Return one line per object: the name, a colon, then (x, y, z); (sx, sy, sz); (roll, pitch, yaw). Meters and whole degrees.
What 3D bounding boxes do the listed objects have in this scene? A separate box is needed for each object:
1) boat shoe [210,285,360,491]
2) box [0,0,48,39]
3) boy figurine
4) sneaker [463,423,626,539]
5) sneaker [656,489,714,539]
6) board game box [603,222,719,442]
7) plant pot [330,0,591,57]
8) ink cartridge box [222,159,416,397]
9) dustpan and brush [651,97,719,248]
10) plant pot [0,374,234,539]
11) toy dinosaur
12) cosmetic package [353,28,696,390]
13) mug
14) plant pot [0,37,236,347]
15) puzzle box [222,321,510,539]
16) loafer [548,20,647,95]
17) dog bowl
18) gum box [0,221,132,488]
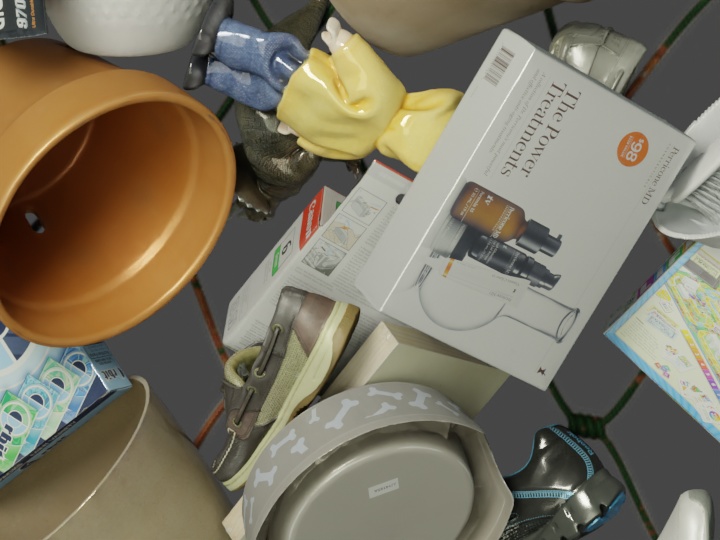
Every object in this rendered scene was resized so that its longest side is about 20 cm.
boat shoe: (-0.064, 0.078, 1.649); (0.065, 0.073, 0.200); (32, 130, -2)
box: (-0.250, -0.240, 1.552); (0.046, 0.200, 0.160); (-7, 103, -16)
boy figurine: (-0.016, -0.122, 1.569); (0.199, 0.065, 0.125); (20, 145, 0)
sneaker: (0.103, 0.196, 1.731); (0.200, 0.073, 0.082); (-43, 74, 17)
sneaker: (0.206, 0.247, 1.719); (0.080, 0.070, 0.201); (19, 110, 7)
board game box: (0.290, 0.062, 1.665); (0.200, 0.034, 0.134); (43, 109, -5)
plant pot: (0.064, -0.235, 1.545); (0.173, 0.200, 0.200); (-33, 99, 34)
ink cartridge box: (0.000, 0.000, 1.651); (0.109, 0.050, 0.200); (28, 125, -17)
dustpan and brush: (0.225, -0.055, 1.612); (0.057, 0.140, 0.200); (26, 140, -18)
plant pot: (-0.156, 0.213, 1.727); (0.187, 0.188, 0.200); (-37, 110, 18)
toy dinosaur: (-0.049, -0.113, 1.648); (0.102, 0.077, 0.201); (3, 112, -5)
cosmetic package: (0.110, -0.038, 1.568); (0.150, 0.052, 0.201); (25, 100, -32)
mug: (-0.178, -0.246, 1.606); (0.199, 0.147, 0.176); (16, 116, 37)
plant pot: (-0.204, -0.068, 1.622); (0.140, 0.199, 0.201); (42, 115, 37)
puzzle box: (0.004, 0.127, 1.693); (0.200, 0.133, 0.025); (-51, 52, 19)
loafer: (0.148, -0.071, 1.630); (0.069, 0.070, 0.201); (15, 110, 11)
dog bowl: (0.007, 0.162, 1.650); (0.199, 0.059, 0.201); (-15, 133, -16)
gum box: (-0.288, 0.051, 1.729); (0.170, 0.045, 0.201); (-37, 80, 18)
